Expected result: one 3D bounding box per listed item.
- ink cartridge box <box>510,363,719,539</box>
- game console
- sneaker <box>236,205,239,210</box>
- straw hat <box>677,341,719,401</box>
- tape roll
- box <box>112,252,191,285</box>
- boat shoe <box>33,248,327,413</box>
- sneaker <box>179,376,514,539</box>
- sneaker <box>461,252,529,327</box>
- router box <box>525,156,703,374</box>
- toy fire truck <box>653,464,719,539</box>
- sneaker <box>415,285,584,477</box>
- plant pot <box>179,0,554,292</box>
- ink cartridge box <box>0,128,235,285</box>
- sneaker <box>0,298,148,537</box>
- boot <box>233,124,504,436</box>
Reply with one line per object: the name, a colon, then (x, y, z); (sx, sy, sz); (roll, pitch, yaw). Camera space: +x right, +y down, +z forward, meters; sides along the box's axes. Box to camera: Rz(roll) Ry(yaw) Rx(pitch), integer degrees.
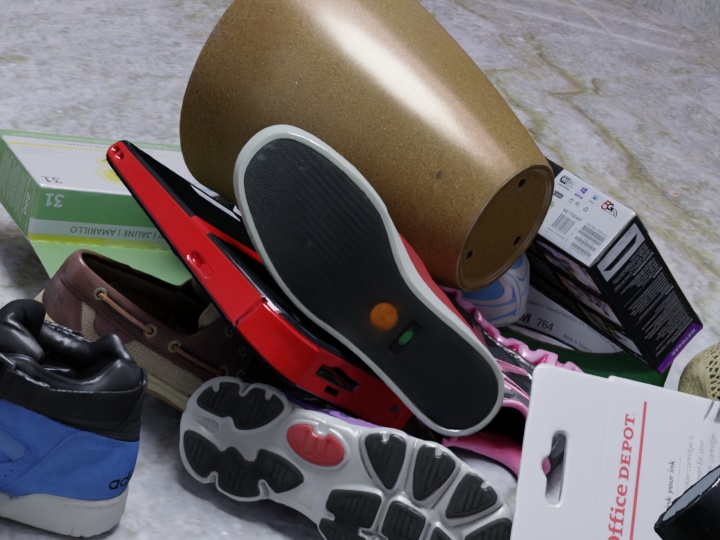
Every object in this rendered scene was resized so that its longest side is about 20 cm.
ink cartridge box: (0.172, 0.132, 0.856); (0.198, 0.117, 0.067); (14, -22, -8)
game console: (-0.053, 0.014, 0.918); (0.177, 0.031, 0.200); (45, 5, 29)
sneaker: (-0.014, -0.043, 1.229); (0.199, 0.072, 0.083); (26, -22, -28)
straw hat: (0.270, 0.088, 1.097); (0.085, 0.203, 0.201); (-19, 2, 30)
tape roll: (0.129, 0.047, 1.152); (0.199, 0.049, 0.201); (16, 20, -6)
box: (-0.107, 0.008, 1.081); (0.198, 0.036, 0.143); (4, 25, -29)
boat shoe: (-0.093, 0.038, 0.921); (0.199, 0.072, 0.072); (23, 26, -28)
sneaker: (0.000, 0.108, 0.861); (0.199, 0.081, 0.083); (27, 10, 16)
sneaker: (0.033, -0.022, 1.096); (0.199, 0.073, 0.072); (20, 34, 34)
router box: (0.131, -0.026, 1.094); (0.200, 0.051, 0.149); (38, -8, 42)
toy fire truck: (0.163, 0.164, 0.729); (0.129, 0.176, 0.200); (49, 20, 6)
sneaker: (0.053, 0.068, 1.001); (0.199, 0.079, 0.095); (27, 37, 9)
plant pot: (0.018, -0.078, 0.998); (0.200, 0.187, 0.186); (38, 28, 26)
ink cartridge box: (-0.149, -0.031, 1.033); (0.144, 0.048, 0.200); (4, 23, -32)
sneaker: (-0.202, 0.059, 0.766); (0.198, 0.112, 0.077); (12, 21, -13)
boot: (0.000, 0.000, 0.905); (0.200, 0.072, 0.144); (51, 3, -9)
